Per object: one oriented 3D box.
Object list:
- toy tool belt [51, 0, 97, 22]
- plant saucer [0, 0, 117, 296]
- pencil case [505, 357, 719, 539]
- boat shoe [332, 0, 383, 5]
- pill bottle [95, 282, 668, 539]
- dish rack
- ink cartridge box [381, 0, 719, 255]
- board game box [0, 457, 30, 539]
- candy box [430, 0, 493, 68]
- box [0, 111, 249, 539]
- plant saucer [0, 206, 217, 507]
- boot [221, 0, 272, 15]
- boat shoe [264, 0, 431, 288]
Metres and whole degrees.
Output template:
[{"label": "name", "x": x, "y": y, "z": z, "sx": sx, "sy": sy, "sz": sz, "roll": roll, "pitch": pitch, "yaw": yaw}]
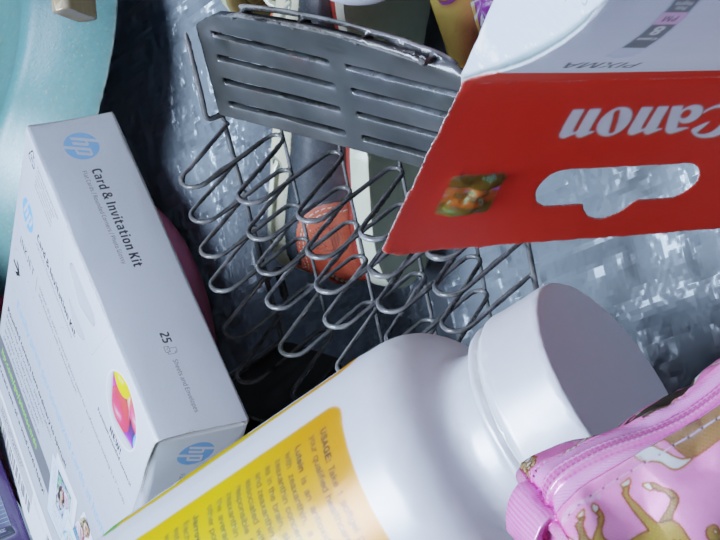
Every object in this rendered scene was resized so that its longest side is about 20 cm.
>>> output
[{"label": "toy tool belt", "x": -0.138, "y": -0.176, "z": 0.986, "sx": 0.125, "sy": 0.200, "sz": 0.123, "roll": -30, "pitch": 102, "yaw": 13}, {"label": "plant saucer", "x": -0.180, "y": -0.082, "z": 1.084, "sx": 0.200, "sy": 0.036, "sz": 0.200, "roll": -37, "pitch": 45, "yaw": 47}, {"label": "pencil case", "x": 0.138, "y": 0.035, "z": 0.586, "sx": 0.200, "sy": 0.083, "sz": 0.087, "roll": -37, "pitch": 81, "yaw": 6}, {"label": "boat shoe", "x": -0.015, "y": -0.188, "z": 0.770, "sx": 0.066, "sy": 0.070, "sz": 0.200, "roll": -10, "pitch": 88, "yaw": 64}, {"label": "pill bottle", "x": 0.007, "y": 0.091, "z": 0.737, "sx": 0.200, "sy": 0.111, "sz": 0.111, "roll": -35, "pitch": 65, "yaw": 25}, {"label": "dish rack", "x": 0.000, "y": 0.000, "z": 0.809, "sx": 0.153, "sy": 0.055, "sz": 0.200, "roll": 16, "pitch": 135, "yaw": 32}, {"label": "ink cartridge box", "x": 0.114, "y": -0.068, "z": 0.619, "sx": 0.057, "sy": 0.162, "sz": 0.200, "roll": 56, "pitch": 138, "yaw": 39}, {"label": "board game box", "x": -0.200, "y": 0.092, "z": 1.059, "sx": 0.165, "sy": 0.057, "sz": 0.200, "roll": 128, "pitch": 121, "yaw": -75}, {"label": "candy box", "x": 0.063, "y": -0.148, "z": 0.769, "sx": 0.117, "sy": 0.056, "sz": 0.200, "roll": -36, "pitch": 66, "yaw": 53}, {"label": "box", "x": -0.106, "y": 0.059, "z": 0.905, "sx": 0.200, "sy": 0.041, "sz": 0.156, "roll": 107, "pitch": 144, "yaw": -50}, {"label": "plant saucer", "x": -0.129, "y": 0.040, "z": 1.088, "sx": 0.200, "sy": 0.051, "sz": 0.201, "roll": 14, "pitch": 107, "yaw": 53}, {"label": "boot", "x": -0.056, "y": -0.212, "z": 0.916, "sx": 0.155, "sy": 0.072, "sz": 0.200, "roll": 27, "pitch": 115, "yaw": 51}, {"label": "boat shoe", "x": -0.009, "y": -0.091, "z": 0.865, "sx": 0.063, "sy": 0.071, "sz": 0.200, "roll": 10, "pitch": 111, "yaw": 35}]
